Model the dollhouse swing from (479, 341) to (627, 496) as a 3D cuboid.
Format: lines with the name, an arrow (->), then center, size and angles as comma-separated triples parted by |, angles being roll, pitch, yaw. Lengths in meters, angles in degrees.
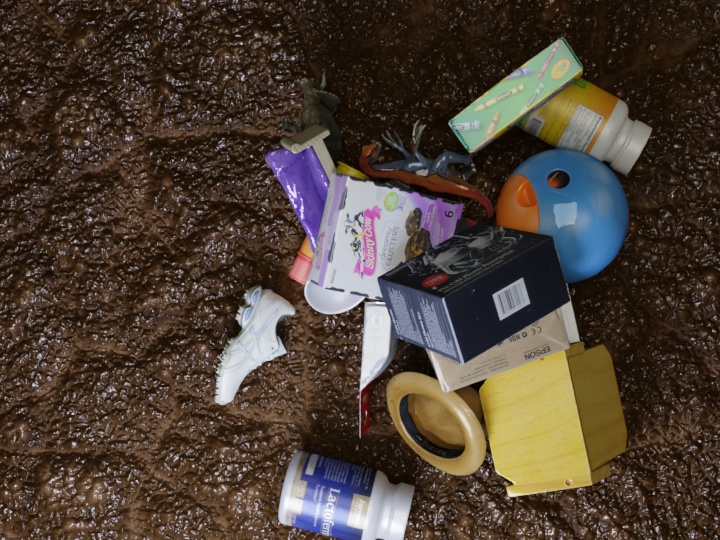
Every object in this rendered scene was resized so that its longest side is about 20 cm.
dollhouse swing -> 0.299, 0.217, 1.601 | 0.180, 0.176, 0.202 | -13, 88, 20

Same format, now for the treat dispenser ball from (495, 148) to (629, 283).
treat dispenser ball -> 0.303, -0.082, 1.575 | 0.198, 0.201, 0.204 | 0, 88, 5

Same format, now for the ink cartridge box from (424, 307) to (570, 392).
ink cartridge box -> 0.192, 0.090, 1.557 | 0.198, 0.165, 0.076 | -19, 106, 1

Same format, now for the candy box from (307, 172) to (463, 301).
candy box -> 0.037, -0.042, 1.560 | 0.198, 0.071, 0.170 | 11, 95, -25

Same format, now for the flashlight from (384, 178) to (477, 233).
flashlight -> 0.119, -0.078, 1.658 | 0.199, 0.068, 0.068 | 29, 86, 4

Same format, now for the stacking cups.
stacking cups -> -0.058, -0.075, 1.677 | 0.060, 0.061, 0.201 | 29, 91, 5

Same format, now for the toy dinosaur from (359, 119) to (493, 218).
toy dinosaur -> 0.095, -0.159, 1.624 | 0.180, 0.105, 0.202 | -19, 72, -11

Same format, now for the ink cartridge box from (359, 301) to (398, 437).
ink cartridge box -> 0.030, 0.149, 1.611 | 0.047, 0.160, 0.203 | 2, 89, 6

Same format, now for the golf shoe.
golf shoe -> -0.169, 0.130, 1.674 | 0.096, 0.078, 0.202 | 22, 91, -1

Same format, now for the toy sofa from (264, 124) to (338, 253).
toy sofa -> -0.059, -0.113, 1.594 | 0.097, 0.083, 0.201 | -29, 110, -9

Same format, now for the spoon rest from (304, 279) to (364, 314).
spoon rest -> 0.000, 0.000, 1.655 | 0.199, 0.061, 0.100 | -35, 124, 8

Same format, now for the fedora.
fedora -> 0.131, 0.221, 1.615 | 0.082, 0.201, 0.201 | -36, 84, -34

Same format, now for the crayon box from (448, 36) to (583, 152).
crayon box -> 0.229, -0.252, 1.522 | 0.199, 0.119, 0.059 | -36, 89, 13

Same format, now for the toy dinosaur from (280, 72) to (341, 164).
toy dinosaur -> -0.066, -0.211, 1.671 | 0.101, 0.077, 0.202 | -19, 102, -28

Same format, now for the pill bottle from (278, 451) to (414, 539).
pill bottle -> -0.021, 0.360, 1.632 | 0.198, 0.116, 0.117 | 12, 89, 5

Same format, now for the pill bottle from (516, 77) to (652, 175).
pill bottle -> 0.345, -0.232, 1.621 | 0.199, 0.111, 0.112 | 30, 91, 5

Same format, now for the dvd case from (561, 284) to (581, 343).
dvd case -> 0.241, 0.068, 1.667 | 0.198, 0.018, 0.144 | -13, 88, 5

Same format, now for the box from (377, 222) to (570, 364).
box -> 0.158, 0.026, 1.484 | 0.199, 0.182, 0.105 | -28, 109, -23
